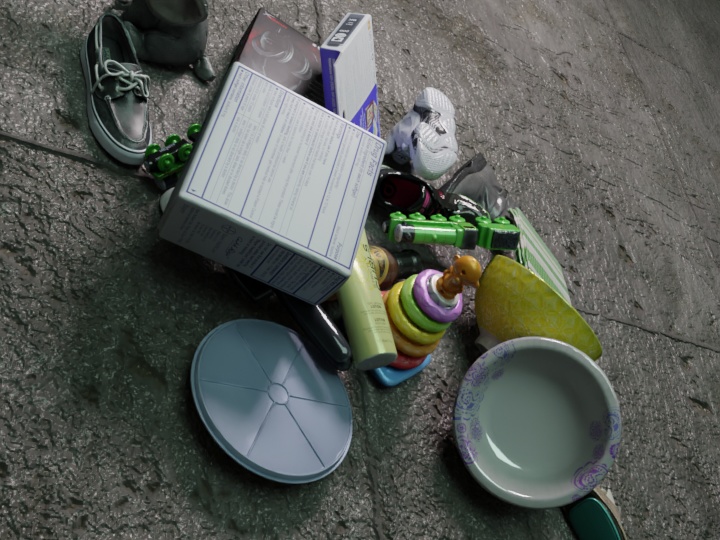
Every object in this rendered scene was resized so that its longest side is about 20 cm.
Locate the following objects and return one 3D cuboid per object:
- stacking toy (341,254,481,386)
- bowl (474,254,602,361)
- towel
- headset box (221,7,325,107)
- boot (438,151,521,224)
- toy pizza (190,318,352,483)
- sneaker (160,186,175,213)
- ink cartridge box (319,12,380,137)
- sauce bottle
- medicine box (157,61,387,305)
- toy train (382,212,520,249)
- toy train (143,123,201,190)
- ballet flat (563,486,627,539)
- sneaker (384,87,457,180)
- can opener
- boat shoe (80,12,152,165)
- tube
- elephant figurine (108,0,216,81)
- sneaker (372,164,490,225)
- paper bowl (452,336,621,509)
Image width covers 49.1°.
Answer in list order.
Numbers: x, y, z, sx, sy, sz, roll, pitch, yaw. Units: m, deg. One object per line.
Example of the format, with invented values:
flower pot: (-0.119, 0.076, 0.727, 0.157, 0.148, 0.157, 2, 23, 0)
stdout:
stacking toy: (0.080, 0.041, 0.956, 0.109, 0.200, 0.117, -23, 73, -46)
bowl: (0.221, 0.087, 1.090, 0.108, 0.200, 0.200, -45, 91, -5)
towel: (0.277, 0.001, 1.208, 0.153, 0.023, 0.201, 48, 24, -23)
headset box: (-0.116, -0.257, 1.117, 0.148, 0.077, 0.201, 29, 43, -18)
boot: (0.189, -0.099, 1.257, 0.132, 0.070, 0.200, 51, 47, -4)
toy pizza: (-0.096, 0.141, 0.856, 0.199, 0.032, 0.202, 26, 39, -23)
sneaker: (-0.146, -0.105, 0.969, 0.199, 0.088, 0.081, -24, 74, -48)
ink cartridge box: (-0.018, -0.228, 1.093, 0.043, 0.200, 0.201, 4, 35, 13)
sauce bottle: (0.000, 0.000, 1.025, 0.198, 0.065, 0.065, -10, 65, -44)
medicine box: (-0.092, -0.091, 0.866, 0.198, 0.103, 0.184, 25, 60, -17)
toy train: (0.128, -0.051, 1.085, 0.197, 0.042, 0.056, 1, 21, -18)
toy train: (-0.179, -0.159, 0.976, 0.199, 0.057, 0.042, -34, 52, -30)
ballet flat: (0.295, 0.292, 1.042, 0.067, 0.068, 0.201, -23, 76, -49)
sneaker: (0.087, -0.182, 1.193, 0.075, 0.115, 0.201, 28, 41, -18)
can opener: (-0.076, 0.038, 0.924, 0.078, 0.063, 0.200, -41, 76, -8)
boat shoe: (-0.289, -0.224, 0.956, 0.073, 0.068, 0.201, 4, 57, -36)
tube: (-0.005, 0.016, 0.936, 0.058, 0.051, 0.202, 63, 11, -65)
elephant figurine: (-0.237, -0.367, 1.008, 0.154, 0.200, 0.143, -6, 62, -42)
sneaker: (0.093, -0.089, 1.135, 0.198, 0.078, 0.084, 19, 9, -7)
paper bowl: (0.215, 0.185, 0.980, 0.202, 0.200, 0.104, 56, 4, 11)
